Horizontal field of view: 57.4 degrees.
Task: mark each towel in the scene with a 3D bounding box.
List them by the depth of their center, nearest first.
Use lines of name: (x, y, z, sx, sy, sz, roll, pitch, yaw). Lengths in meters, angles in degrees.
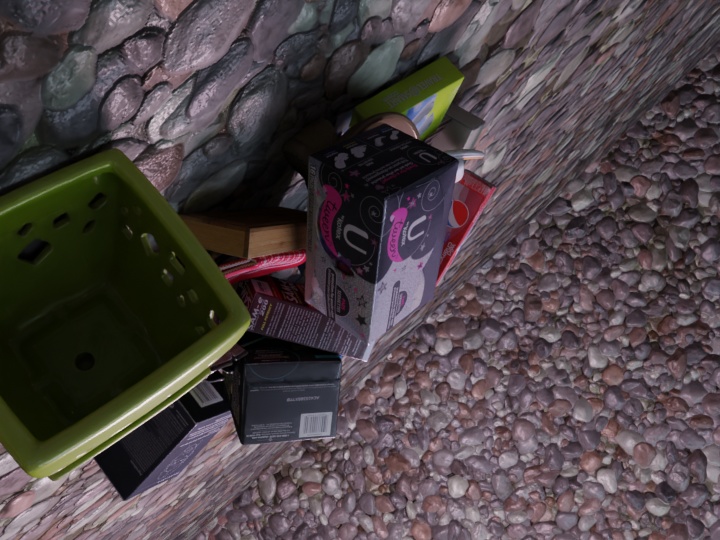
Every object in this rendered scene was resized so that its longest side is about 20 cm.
towel: (-0.154, 0.004, 0.817, 0.143, 0.023, 0.200, -17, 180, 12)

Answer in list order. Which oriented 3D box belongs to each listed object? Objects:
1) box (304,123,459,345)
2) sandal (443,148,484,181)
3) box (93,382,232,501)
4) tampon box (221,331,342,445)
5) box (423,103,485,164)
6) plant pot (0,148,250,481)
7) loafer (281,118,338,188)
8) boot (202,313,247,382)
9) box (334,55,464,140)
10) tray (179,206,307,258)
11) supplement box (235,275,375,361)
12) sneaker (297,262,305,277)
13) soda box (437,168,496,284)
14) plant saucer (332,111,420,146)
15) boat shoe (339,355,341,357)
box: (0.019, -0.040, 0.749, 0.132, 0.114, 0.201, -32, 140, -38)
sandal: (0.084, -0.141, 0.983, 0.205, 0.060, 0.079, -10, -171, -5)
box: (-0.330, 0.272, 1.130, 0.200, 0.107, 0.148, -47, 166, 13)
tampon box: (-0.128, 0.160, 1.023, 0.148, 0.200, 0.128, 0, 106, -19)
box: (0.126, -0.166, 1.085, 0.082, 0.068, 0.201, -39, 158, -58)
plant pot: (-0.238, 0.052, 0.568, 0.199, 0.199, 0.182, -35, 170, -31)
loafer: (-0.033, -0.122, 0.835, 0.068, 0.076, 0.200, -49, 161, -4)
boot: (-0.223, 0.084, 0.820, 0.068, 0.131, 0.200, -47, 166, 18)
box: (0.044, -0.200, 0.894, 0.199, 0.048, 0.122, -36, 167, -28)
tray: (-0.115, -0.051, 0.794, 0.200, 0.098, 0.037, -17, 116, -62)
supplement box: (-0.081, 0.066, 0.975, 0.061, 0.198, 0.109, -68, -156, 11)
sneaker: (-0.052, -0.003, 1.142, 0.074, 0.082, 0.200, -47, 168, 14)
soda box: (0.149, -0.069, 1.103, 0.201, 0.063, 0.070, -60, 169, 14)
plant saucer: (0.005, -0.101, 0.816, 0.200, 0.029, 0.201, -36, 142, -34)
boat shoe: (-0.050, 0.093, 1.136, 0.201, 0.068, 0.085, -80, -164, -60)
